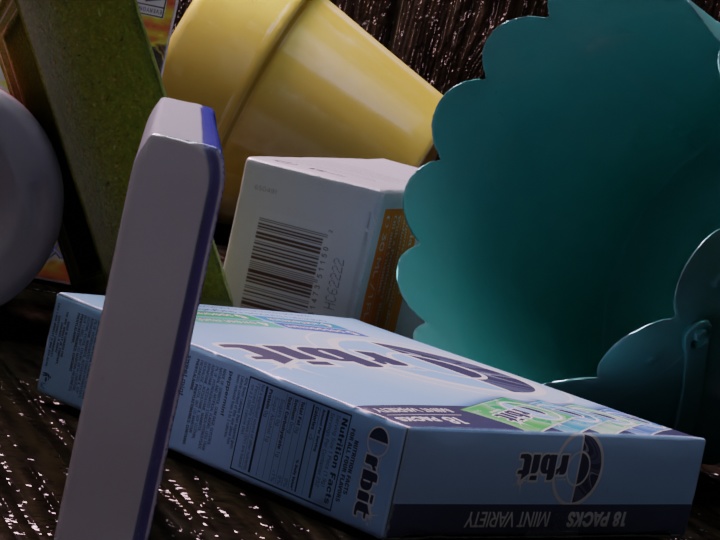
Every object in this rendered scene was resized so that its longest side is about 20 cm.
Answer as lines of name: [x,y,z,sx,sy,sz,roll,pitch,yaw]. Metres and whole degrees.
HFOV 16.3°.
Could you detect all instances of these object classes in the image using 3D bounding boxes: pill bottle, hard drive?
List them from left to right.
pill bottle: [-0.210,-0.046,1.187,0.111,0.111,0.200,10,7,-18]
hard drive: [-0.067,0.017,0.772,0.025,0.132,0.200,12,6,-5]

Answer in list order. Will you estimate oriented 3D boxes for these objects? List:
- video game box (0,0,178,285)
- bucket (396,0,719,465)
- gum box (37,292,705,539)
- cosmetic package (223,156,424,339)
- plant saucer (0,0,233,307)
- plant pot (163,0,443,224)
video game box: [-0.207,-0.095,1.326,0.200,0.182,0.047,11,10,-9]
bucket: [0.129,-0.015,1.118,0.135,0.207,0.207,27,-4,-36]
gum box: [0.003,0.056,0.977,0.170,0.045,0.200,7,9,-45]
cosmetic package: [0.000,0.000,1.236,0.071,0.101,0.200,14,7,17]
plant saucer: [-0.125,-0.064,1.169,0.048,0.200,0.200,-18,2,-12]
plant pot: [-0.043,-0.103,1.768,0.189,0.201,0.201,28,7,3]
